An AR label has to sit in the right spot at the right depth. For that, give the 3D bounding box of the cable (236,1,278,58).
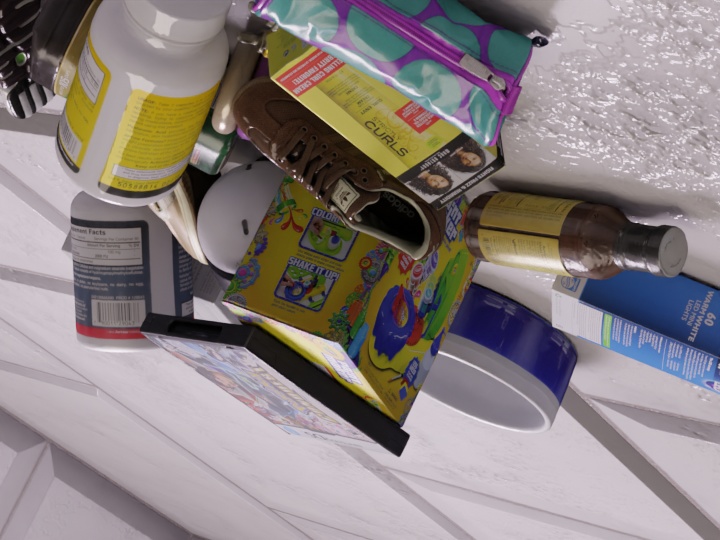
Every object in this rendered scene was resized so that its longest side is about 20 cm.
[{"bbox_3d":[0.007,-0.164,1.528,0.198,0.051,0.097,19,150,-21],"label":"cable"}]

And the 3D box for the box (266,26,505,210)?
[{"bbox_3d":[0.021,-0.127,1.491,0.075,0.050,0.200,-31,132,25],"label":"box"}]

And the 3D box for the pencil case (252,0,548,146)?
[{"bbox_3d":[0.025,-0.169,1.365,0.199,0.086,0.092,29,180,-10],"label":"pencil case"}]

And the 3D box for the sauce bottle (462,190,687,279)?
[{"bbox_3d":[0.175,-0.025,1.614,0.199,0.065,0.065,12,159,44],"label":"sauce bottle"}]

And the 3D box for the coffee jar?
[{"bbox_3d":[-0.189,-0.166,1.698,0.199,0.086,0.104,28,163,-4],"label":"coffee jar"}]

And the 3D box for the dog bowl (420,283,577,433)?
[{"bbox_3d":[0.118,0.086,2.019,0.199,0.079,0.200,24,163,8],"label":"dog bowl"}]

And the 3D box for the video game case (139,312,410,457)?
[{"bbox_3d":[-0.078,0.102,1.774,0.200,0.026,0.180,37,162,-32],"label":"video game case"}]

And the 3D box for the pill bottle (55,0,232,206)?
[{"bbox_3d":[-0.166,-0.154,1.553,0.111,0.112,0.201,26,135,-2],"label":"pill bottle"}]

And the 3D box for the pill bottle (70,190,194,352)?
[{"bbox_3d":[-0.226,-0.028,1.951,0.118,0.202,0.120,-1,-171,0],"label":"pill bottle"}]

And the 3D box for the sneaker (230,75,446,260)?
[{"bbox_3d":[-0.013,-0.080,1.546,0.199,0.071,0.076,31,-157,-14],"label":"sneaker"}]

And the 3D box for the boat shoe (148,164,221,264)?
[{"bbox_3d":[-0.178,-0.088,1.835,0.064,0.073,0.201,3,138,22],"label":"boat shoe"}]

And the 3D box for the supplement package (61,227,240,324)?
[{"bbox_3d":[-0.193,-0.020,2.093,0.199,0.118,0.117,18,163,24],"label":"supplement package"}]

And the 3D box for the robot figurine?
[{"bbox_3d":[-0.075,-0.015,1.848,0.150,0.125,0.201,36,162,35],"label":"robot figurine"}]

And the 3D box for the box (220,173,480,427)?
[{"bbox_3d":[0.000,0.000,1.728,0.121,0.194,0.200,19,163,25],"label":"box"}]

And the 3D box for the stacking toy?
[{"bbox_3d":[-0.016,-0.122,1.607,0.198,0.086,0.085,19,164,-3],"label":"stacking toy"}]

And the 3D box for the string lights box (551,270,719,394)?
[{"bbox_3d":[0.266,0.046,1.706,0.198,0.059,0.103,22,164,13],"label":"string lights box"}]

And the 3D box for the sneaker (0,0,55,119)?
[{"bbox_3d":[-0.337,-0.230,1.759,0.115,0.075,0.201,44,156,27],"label":"sneaker"}]
